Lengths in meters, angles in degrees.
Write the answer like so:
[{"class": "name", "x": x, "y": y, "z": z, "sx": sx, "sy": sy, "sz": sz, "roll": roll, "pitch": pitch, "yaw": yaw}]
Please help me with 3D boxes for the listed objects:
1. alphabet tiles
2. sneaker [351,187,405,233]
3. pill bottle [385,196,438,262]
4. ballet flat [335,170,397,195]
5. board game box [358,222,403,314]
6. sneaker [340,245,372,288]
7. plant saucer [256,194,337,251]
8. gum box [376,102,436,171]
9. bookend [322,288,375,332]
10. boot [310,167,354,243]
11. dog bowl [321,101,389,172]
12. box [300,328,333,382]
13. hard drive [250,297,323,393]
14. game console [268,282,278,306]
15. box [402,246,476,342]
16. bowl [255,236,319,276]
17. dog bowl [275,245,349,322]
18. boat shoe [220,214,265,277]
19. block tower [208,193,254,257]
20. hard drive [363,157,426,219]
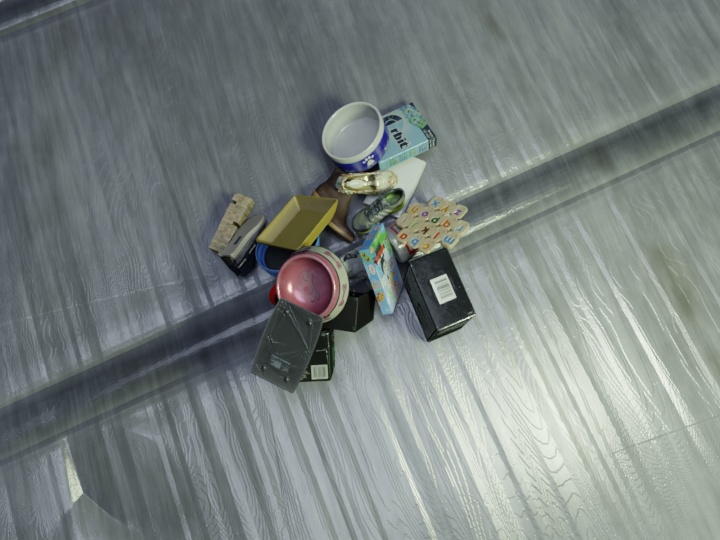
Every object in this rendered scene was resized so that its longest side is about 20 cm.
[{"class": "alphabet tiles", "x": 0.197, "y": -0.126, "z": 1.473, "sx": 0.198, "sy": 0.015, "sz": 0.196, "roll": 27, "pitch": 62, "yaw": 36}, {"class": "sneaker", "x": 0.053, "y": -0.185, "z": 1.577, "sx": 0.199, "sy": 0.081, "sz": 0.074, "roll": -38, "pitch": 79, "yaw": -12}, {"class": "pill bottle", "x": 0.167, "y": -0.125, "z": 1.575, "sx": 0.199, "sy": 0.112, "sz": 0.113, "roll": -38, "pitch": 78, "yaw": -7}, {"class": "ballet flat", "x": 0.024, "y": -0.259, "z": 1.597, "sx": 0.195, "sy": 0.064, "sz": 0.078, "roll": -9, "pitch": 101, "yaw": -10}, {"class": "board game box", "x": 0.061, "y": -0.006, "z": 1.485, "sx": 0.036, "sy": 0.152, "sz": 0.204, "roll": -9, "pitch": 118, "yaw": 23}, {"class": "sneaker", "x": 0.000, "y": 0.000, "z": 1.537, "sx": 0.198, "sy": 0.075, "sz": 0.116, "roll": -31, "pitch": 81, "yaw": -42}, {"class": "plant saucer", "x": -0.174, "y": -0.127, "z": 1.527, "sx": 0.197, "sy": 0.049, "sz": 0.201, "roll": 12, "pitch": 56, "yaw": 42}, {"class": "gum box", "x": 0.113, "y": -0.417, "z": 1.662, "sx": 0.196, "sy": 0.045, "sz": 0.172, "roll": -26, "pitch": 59, "yaw": -4}, {"class": "bookend", "x": -0.074, "y": 0.096, "z": 1.493, "sx": 0.194, "sy": 0.200, "sz": 0.095, "roll": 7, "pitch": 96, "yaw": 16}, {"class": "boot", "x": -0.054, "y": -0.200, "z": 1.621, "sx": 0.199, "sy": 0.072, "sz": 0.167, "roll": 40, "pitch": 81, "yaw": 12}, {"class": "dog bowl", "x": -0.014, "y": -0.402, "z": 1.614, "sx": 0.195, "sy": 0.079, "sz": 0.205, "roll": -10, "pitch": 65, "yaw": 21}, {"class": "box", "x": -0.145, "y": 0.219, "z": 1.443, "sx": 0.144, "sy": 0.200, "sz": 0.128, "roll": -2, "pitch": 92, "yaw": 0}, {"class": "hard drive", "x": -0.178, "y": 0.183, "z": 1.317, "sx": 0.132, "sy": 0.042, "sz": 0.204, "roll": 23, "pitch": 95, "yaw": 5}, {"class": "game console", "x": -0.154, "y": 0.048, "z": 1.522, "sx": 0.200, "sy": 0.178, "sz": 0.031, "roll": -47, "pitch": 49, "yaw": -9}, {"class": "box", "x": 0.212, "y": 0.070, "z": 1.480, "sx": 0.121, "sy": 0.199, "sz": 0.204, "roll": -20, "pitch": 76, "yaw": -7}, {"class": "bowl", "x": -0.211, "y": -0.067, "z": 1.568, "sx": 0.195, "sy": 0.040, "sz": 0.204, "roll": -10, "pitch": 50, "yaw": 11}, {"class": "dog bowl", "x": -0.129, "y": 0.040, "z": 1.363, "sx": 0.195, "sy": 0.074, "sz": 0.206, "roll": 1, "pitch": 95, "yaw": 16}, {"class": "boat shoe", "x": -0.336, "y": -0.072, "z": 1.607, "sx": 0.073, "sy": 0.094, "sz": 0.202, "roll": 5, "pitch": 47, "yaw": 36}, {"class": "block tower", "x": -0.393, "y": -0.135, "z": 1.625, "sx": 0.057, "sy": 0.054, "sz": 0.204, "roll": 19, "pitch": 77, "yaw": 7}, {"class": "hard drive", "x": 0.107, "y": -0.270, "z": 1.658, "sx": 0.129, "sy": 0.026, "sz": 0.204, "roll": 23, "pitch": 78, "yaw": 7}]
